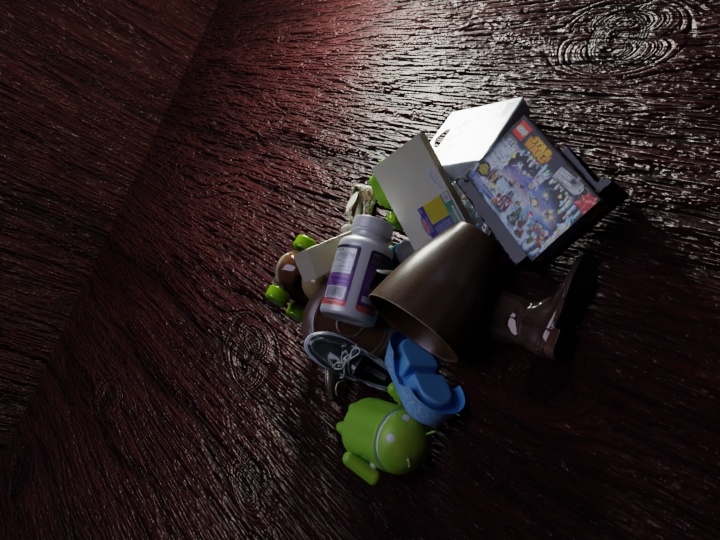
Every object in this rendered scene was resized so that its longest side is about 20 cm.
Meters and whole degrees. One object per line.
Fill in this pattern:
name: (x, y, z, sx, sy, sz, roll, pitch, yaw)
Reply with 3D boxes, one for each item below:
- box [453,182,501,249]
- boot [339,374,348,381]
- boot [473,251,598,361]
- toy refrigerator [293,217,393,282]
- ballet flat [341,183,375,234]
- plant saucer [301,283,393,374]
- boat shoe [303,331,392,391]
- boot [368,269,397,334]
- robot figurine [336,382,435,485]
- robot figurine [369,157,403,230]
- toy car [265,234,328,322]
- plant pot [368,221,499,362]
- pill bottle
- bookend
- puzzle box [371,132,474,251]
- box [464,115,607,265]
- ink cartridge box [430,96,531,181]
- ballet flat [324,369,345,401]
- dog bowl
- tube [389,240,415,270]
box: (0.197, -0.058, 1.346, 0.159, 0.046, 0.201, 29, 93, 54)
boot: (-0.039, 0.117, 1.456, 0.070, 0.131, 0.201, 118, 174, -73)
boot: (0.282, 0.045, 1.173, 0.200, 0.064, 0.187, 16, 81, 58)
toy refrigerator: (-0.034, -0.041, 1.493, 0.076, 0.199, 0.070, -19, 94, 61)
ballet flat: (-0.012, -0.109, 1.621, 0.075, 0.064, 0.201, -13, 60, 46)
plant saucer: (-0.020, 0.109, 1.411, 0.032, 0.199, 0.202, 92, -165, -79)
boat shoe: (-0.018, 0.176, 1.346, 0.074, 0.199, 0.068, -59, -2, -6)
boot: (0.057, 0.080, 1.325, 0.077, 0.138, 0.201, 32, 115, 46)
robot figurine: (0.045, 0.296, 1.265, 0.199, 0.116, 0.176, 5, 50, 52)
robot figurine: (0.101, -0.174, 1.459, 0.176, 0.115, 0.200, -59, 34, -2)
toy car: (-0.082, 0.033, 1.569, 0.199, 0.158, 0.165, 13, 69, 40)
plant pot: (0.145, 0.022, 1.209, 0.200, 0.187, 0.187, -53, 34, -12)
pill bottle: (0.000, 0.000, 1.361, 0.111, 0.111, 0.201, 2, 72, 51)
bookend: (0.297, -0.138, 1.179, 0.199, 0.092, 0.201, -45, 58, 23)
puzzle box: (0.116, -0.141, 1.337, 0.133, 0.025, 0.201, -31, 85, 39)
box: (0.272, -0.128, 1.112, 0.137, 0.040, 0.201, -45, 57, 21)
ink cartridge box: (0.213, -0.249, 1.365, 0.173, 0.044, 0.200, -2, 43, 46)
ballet flat: (-0.039, 0.180, 1.495, 0.046, 0.067, 0.201, -1, 61, 18)
dog bowl: (0.108, 0.192, 1.257, 0.050, 0.111, 0.201, -63, 35, 32)
tube: (0.061, -0.018, 1.465, 0.078, 0.050, 0.200, -70, 14, -16)
